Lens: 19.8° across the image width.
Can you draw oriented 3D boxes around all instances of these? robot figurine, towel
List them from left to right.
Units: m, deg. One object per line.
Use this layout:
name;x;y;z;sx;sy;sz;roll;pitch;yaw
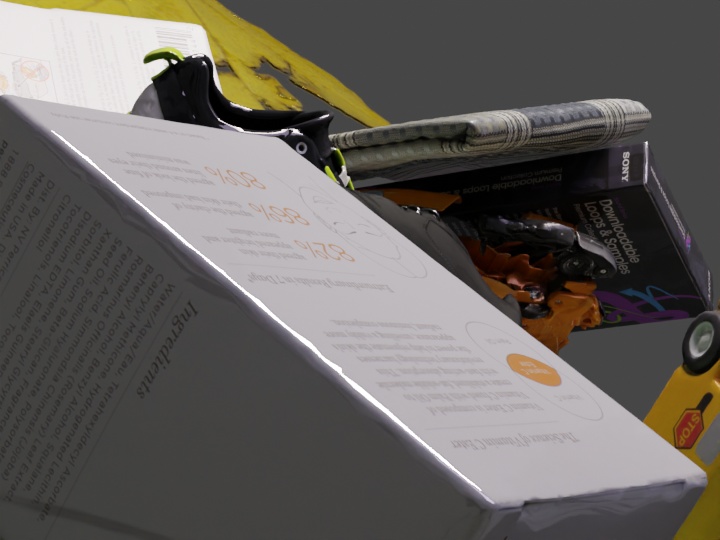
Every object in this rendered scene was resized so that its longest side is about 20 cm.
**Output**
towel;0.035;-0.066;1.170;0.199;0.035;0.192;-5;4;36
robot figurine;0.043;0.005;1.153;0.198;0.145;0.059;6;51;-18

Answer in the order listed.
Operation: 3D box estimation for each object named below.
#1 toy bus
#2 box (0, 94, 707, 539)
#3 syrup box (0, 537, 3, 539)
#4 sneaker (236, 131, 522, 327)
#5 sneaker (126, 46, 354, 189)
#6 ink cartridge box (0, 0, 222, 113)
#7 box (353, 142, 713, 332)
toy bus;0.152;0.110;0.932;0.065;0.201;0.078;24;14;-26
box;-0.023;0.049;0.626;0.200;0.107;0.152;39;17;26
syrup box;-0.097;0.110;0.648;0.199;0.079;0.081;32;15;2
sneaker;0.000;0.000;0.933;0.200;0.076;0.091;43;41;-26
sneaker;-0.028;-0.034;0.990;0.199;0.083;0.072;34;14;-10
ink cartridge box;-0.149;-0.058;1.072;0.175;0.045;0.201;5;45;-25
box;0.096;-0.010;1.227;0.198;0.036;0.143;-6;-34;23
